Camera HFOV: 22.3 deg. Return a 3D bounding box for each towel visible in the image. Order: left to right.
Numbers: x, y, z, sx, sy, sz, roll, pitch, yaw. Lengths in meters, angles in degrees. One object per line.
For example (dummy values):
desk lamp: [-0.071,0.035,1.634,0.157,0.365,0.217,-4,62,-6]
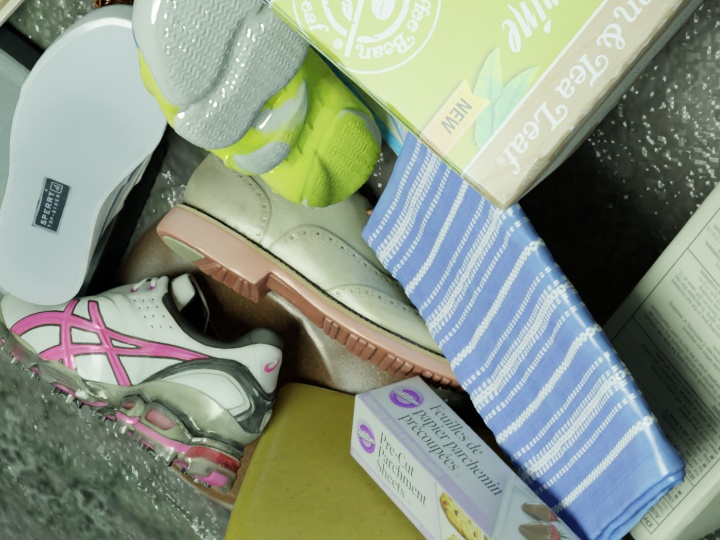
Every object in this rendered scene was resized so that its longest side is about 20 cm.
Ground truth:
towel: [0.066,0.032,0.816,0.201,0.024,0.145,58,159,15]

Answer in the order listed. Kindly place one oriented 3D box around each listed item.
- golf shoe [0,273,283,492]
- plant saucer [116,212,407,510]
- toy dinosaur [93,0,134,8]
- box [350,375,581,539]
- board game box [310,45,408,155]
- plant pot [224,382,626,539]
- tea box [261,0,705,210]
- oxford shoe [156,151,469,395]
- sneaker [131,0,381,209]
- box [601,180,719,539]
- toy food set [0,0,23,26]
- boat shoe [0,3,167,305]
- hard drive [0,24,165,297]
golf shoe: [-0.117,0.041,0.972,0.199,0.073,0.092,24,82,38]
plant saucer: [-0.064,0.060,1.006,0.199,0.037,0.202,13,117,26]
toy dinosaur: [-0.118,-0.206,0.879,0.102,0.136,0.201,-28,118,-7]
box: [0.064,0.122,0.834,0.200,0.039,0.042,45,139,41]
board game box: [0.026,-0.143,0.857,0.200,0.034,0.134,50,128,2]
plant pot: [0.015,0.205,0.902,0.194,0.200,0.195,12,119,10]
tea box: [0.061,-0.169,0.732,0.197,0.134,0.200,41,110,5]
oxford shoe: [0.000,0.000,0.919,0.199,0.074,0.071,30,169,-5]
sneaker: [-0.065,-0.100,0.824,0.076,0.200,0.105,-41,60,-1]
box: [0.175,0.026,0.806,0.095,0.077,0.200,53,130,22]
toy food set: [-0.264,-0.167,0.972,0.200,0.060,0.144,-42,82,20]
boat shoe: [-0.141,-0.068,0.924,0.073,0.066,0.200,27,133,-10]
hard drive: [-0.213,-0.070,1.037,0.200,0.033,0.140,36,126,11]
